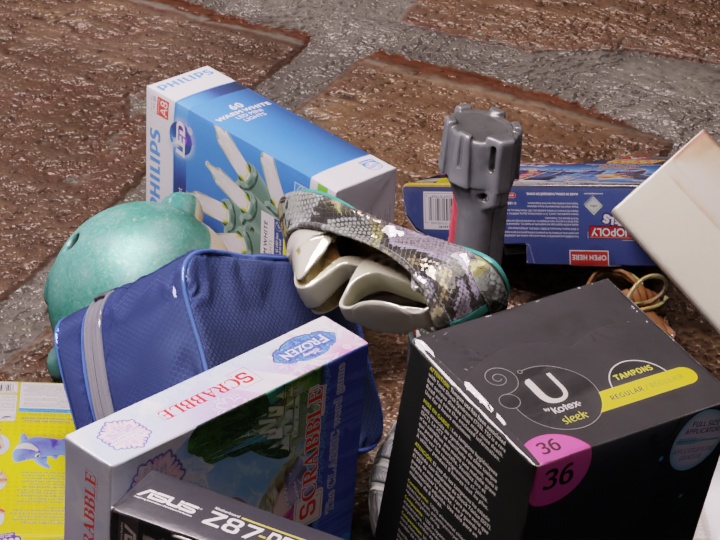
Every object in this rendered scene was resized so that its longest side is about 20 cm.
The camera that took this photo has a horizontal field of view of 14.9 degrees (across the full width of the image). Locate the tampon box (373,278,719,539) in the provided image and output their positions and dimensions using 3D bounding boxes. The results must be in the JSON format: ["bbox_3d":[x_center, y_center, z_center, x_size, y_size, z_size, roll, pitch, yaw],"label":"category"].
[{"bbox_3d":[0.108,0.133,1.618,0.150,0.200,0.126,-17,45,-31],"label":"tampon box"}]

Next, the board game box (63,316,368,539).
[{"bbox_3d":[-0.084,0.149,1.578,0.041,0.200,0.199,29,39,35],"label":"board game box"}]

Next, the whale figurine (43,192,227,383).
[{"bbox_3d":[-0.173,0.003,1.877,0.104,0.159,0.200,39,-6,-28],"label":"whale figurine"}]

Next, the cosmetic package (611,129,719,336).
[{"bbox_3d":[0.269,0.008,1.860,0.200,0.087,0.103,49,4,6],"label":"cosmetic package"}]

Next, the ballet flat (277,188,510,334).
[{"bbox_3d":[0.000,0.000,1.651,0.072,0.072,0.200,-21,27,-36],"label":"ballet flat"}]

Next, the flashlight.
[{"bbox_3d":[0.071,-0.016,1.883,0.068,0.200,0.068,10,29,11],"label":"flashlight"}]

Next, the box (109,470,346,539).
[{"bbox_3d":[-0.057,0.220,1.458,0.161,0.200,0.049,18,33,23],"label":"box"}]

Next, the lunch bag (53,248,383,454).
[{"bbox_3d":[-0.089,0.070,1.722,0.132,0.136,0.200,-23,-18,32],"label":"lunch bag"}]

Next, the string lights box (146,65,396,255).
[{"bbox_3d":[-0.064,-0.056,1.902,0.059,0.103,0.200,-23,38,-37],"label":"string lights box"}]

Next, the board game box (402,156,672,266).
[{"bbox_3d":[0.160,-0.047,2.055,0.200,0.062,0.200,1,8,24],"label":"board game box"}]

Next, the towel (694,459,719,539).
[{"bbox_3d":[0.181,0.135,1.814,0.200,0.024,0.147,3,31,-3],"label":"towel"}]

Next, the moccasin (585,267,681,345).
[{"bbox_3d":[0.183,0.042,1.869,0.074,0.078,0.201,-19,14,9],"label":"moccasin"}]

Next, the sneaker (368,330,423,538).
[{"bbox_3d":[0.060,0.109,1.787,0.075,0.116,0.200,12,70,11],"label":"sneaker"}]

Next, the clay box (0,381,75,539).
[{"bbox_3d":[-0.198,0.142,1.725,0.115,0.048,0.200,2,31,-5],"label":"clay box"}]
